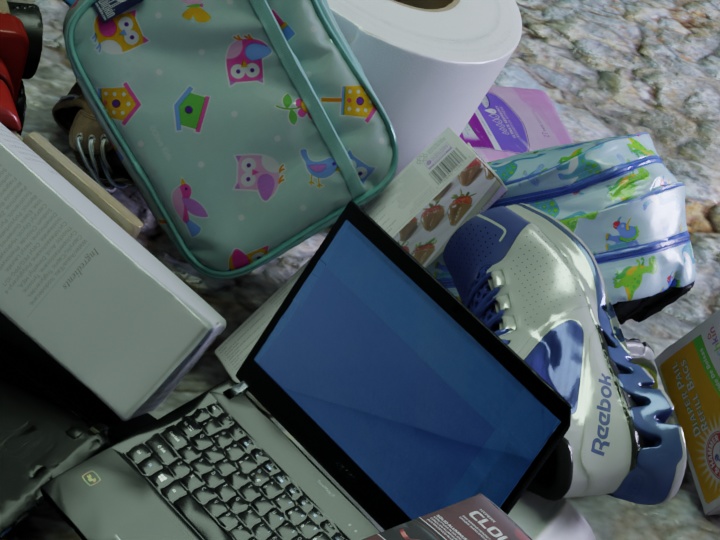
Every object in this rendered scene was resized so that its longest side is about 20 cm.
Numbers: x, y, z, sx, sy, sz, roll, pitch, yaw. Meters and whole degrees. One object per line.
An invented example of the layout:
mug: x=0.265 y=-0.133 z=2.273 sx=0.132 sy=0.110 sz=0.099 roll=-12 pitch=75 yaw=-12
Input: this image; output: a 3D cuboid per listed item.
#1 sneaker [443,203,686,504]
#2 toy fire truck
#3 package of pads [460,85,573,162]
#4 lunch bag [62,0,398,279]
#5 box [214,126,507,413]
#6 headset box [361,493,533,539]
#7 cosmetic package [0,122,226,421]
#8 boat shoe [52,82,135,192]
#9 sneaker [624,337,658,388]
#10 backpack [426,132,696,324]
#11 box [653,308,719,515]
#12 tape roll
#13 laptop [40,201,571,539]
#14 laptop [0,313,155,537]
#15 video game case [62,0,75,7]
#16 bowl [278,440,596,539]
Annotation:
sneaker: x=0.086 y=0.050 z=1.332 sx=0.115 sy=0.081 sz=0.200 roll=-7 pitch=51 yaw=-33
toy fire truck: x=-0.219 y=-0.050 z=1.426 sx=0.128 sy=0.177 sz=0.200 roll=5 pitch=33 yaw=-23
package of pads: x=0.062 y=-0.081 z=1.747 sx=0.199 sy=0.076 sz=0.121 roll=3 pitch=37 yaw=-26
lunch bag: x=-0.076 y=-0.110 z=1.441 sx=0.160 sy=0.201 sz=0.077 roll=-29 pitch=10 yaw=-1
box: x=0.000 y=0.000 z=1.451 sx=0.039 sy=0.200 sz=0.041 roll=43 pitch=4 yaw=-41
headset box: x=0.005 y=0.197 z=1.115 sx=0.075 sy=0.149 sz=0.199 roll=41 pitch=34 yaw=28
cosmetic package: x=-0.171 y=-0.010 z=1.306 sx=0.200 sy=0.074 sz=0.102 roll=42 pitch=2 yaw=3
boat shoe: x=-0.157 y=-0.085 z=1.641 sx=0.072 sy=0.072 sz=0.200 roll=-31 pitch=25 yaw=-10
sneaker: x=0.127 y=0.091 z=1.490 sx=0.078 sy=0.091 sz=0.200 roll=-18 pitch=-11 yaw=32
backpack: x=0.111 y=-0.014 z=1.508 sx=0.199 sy=0.155 sz=0.163 roll=9 pitch=9 yaw=39
box: x=0.302 y=0.079 z=1.523 sx=0.199 sy=0.101 sz=0.113 roll=-1 pitch=64 yaw=-32
tape roll: x=-0.013 y=-0.151 z=1.588 sx=0.202 sy=0.139 sz=0.203 roll=23 pitch=33 yaw=-16
laptop: x=-0.029 y=0.092 z=1.207 sx=0.199 sy=0.104 sz=0.177 roll=-29 pitch=57 yaw=-30
laptop: x=-0.212 y=0.093 z=1.327 sx=0.177 sy=0.104 sz=0.200 roll=32 pitch=56 yaw=27
video game case: x=-0.127 y=-0.131 z=1.677 sx=0.200 sy=0.018 sz=0.143 roll=40 pitch=0 yaw=10
bowl: x=0.026 y=0.149 z=1.308 sx=0.199 sy=0.075 sz=0.200 roll=27 pitch=30 yaw=20
